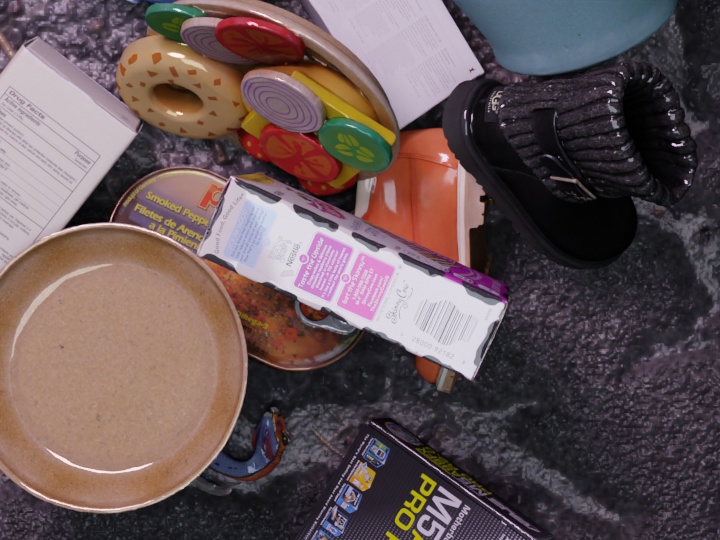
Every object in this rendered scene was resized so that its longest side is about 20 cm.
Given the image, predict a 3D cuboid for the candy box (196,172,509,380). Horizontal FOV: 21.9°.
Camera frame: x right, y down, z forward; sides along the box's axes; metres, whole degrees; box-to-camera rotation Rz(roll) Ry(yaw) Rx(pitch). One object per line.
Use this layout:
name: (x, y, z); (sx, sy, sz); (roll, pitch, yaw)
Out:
candy box: (0.000, 0.000, 1.263); (0.200, 0.136, 0.061); (24, 96, 2)

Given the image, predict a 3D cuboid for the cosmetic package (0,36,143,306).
cosmetic package: (-0.255, -0.058, 1.335); (0.105, 0.071, 0.200); (39, 99, -10)

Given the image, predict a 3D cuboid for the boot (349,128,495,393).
boot: (0.042, -0.010, 1.368); (0.107, 0.075, 0.200); (6, 106, 12)

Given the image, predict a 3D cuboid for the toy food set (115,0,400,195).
toy food set: (-0.065, -0.118, 1.277); (0.200, 0.198, 0.049); (33, 65, -11)

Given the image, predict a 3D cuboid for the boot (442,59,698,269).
boot: (0.170, -0.065, 1.276); (0.211, 0.158, 0.080); (35, 64, -42)

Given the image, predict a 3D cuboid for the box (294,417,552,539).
box: (0.025, 0.235, 1.395); (0.160, 0.044, 0.200); (36, 102, 22)

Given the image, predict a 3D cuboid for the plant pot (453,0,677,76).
plant pot: (0.125, -0.243, 1.255); (0.200, 0.200, 0.188); (-23, 119, 3)

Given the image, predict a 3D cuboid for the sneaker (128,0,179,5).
sneaker: (-0.157, -0.223, 1.296); (0.200, 0.082, 0.074); (24, 78, 14)

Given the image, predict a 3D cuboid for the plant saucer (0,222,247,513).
plant saucer: (-0.176, 0.068, 1.300); (0.200, 0.035, 0.200); (0, 85, 3)

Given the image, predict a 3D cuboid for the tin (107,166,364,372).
tin: (-0.087, 0.000, 1.353); (0.200, 0.042, 0.112); (26, 83, -3)

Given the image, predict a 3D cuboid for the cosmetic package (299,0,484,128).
cosmetic package: (-0.001, -0.203, 1.313); (0.083, 0.051, 0.200); (-33, 106, -4)

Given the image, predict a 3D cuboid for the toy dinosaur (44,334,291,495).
toy dinosaur: (-0.147, 0.100, 1.393); (0.181, 0.200, 0.105); (42, 68, -37)
